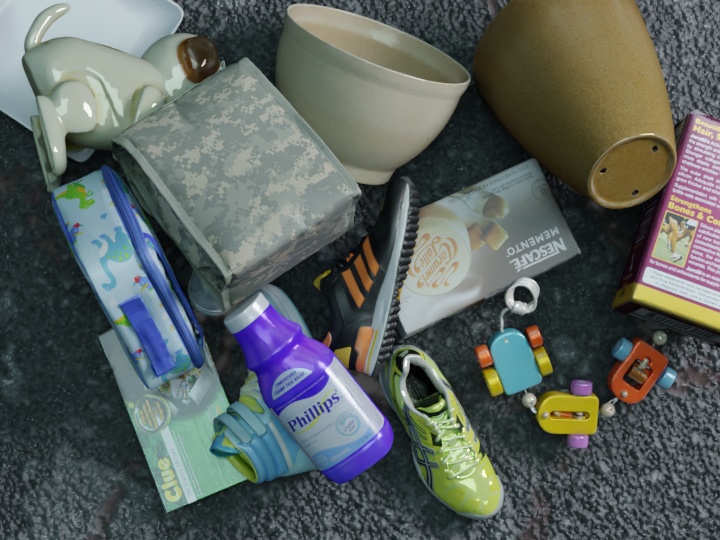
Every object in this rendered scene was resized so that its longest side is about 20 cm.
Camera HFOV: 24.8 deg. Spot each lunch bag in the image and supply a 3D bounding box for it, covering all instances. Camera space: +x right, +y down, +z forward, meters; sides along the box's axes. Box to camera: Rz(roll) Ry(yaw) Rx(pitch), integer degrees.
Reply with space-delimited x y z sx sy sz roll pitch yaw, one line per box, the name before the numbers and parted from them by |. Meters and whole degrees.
lunch bag | -0.223 0.011 1.601 0.082 0.200 0.161 -25 48 -5
lunch bag | -0.124 -0.091 1.585 0.164 0.118 0.200 -34 77 -16

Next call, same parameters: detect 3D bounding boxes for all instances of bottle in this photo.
bottle | -0.054 0.112 1.600 0.083 0.065 0.200 -35 102 14

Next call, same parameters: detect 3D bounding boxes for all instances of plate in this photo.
plate | -0.319 -0.244 1.740 0.199 0.032 0.200 33 82 3

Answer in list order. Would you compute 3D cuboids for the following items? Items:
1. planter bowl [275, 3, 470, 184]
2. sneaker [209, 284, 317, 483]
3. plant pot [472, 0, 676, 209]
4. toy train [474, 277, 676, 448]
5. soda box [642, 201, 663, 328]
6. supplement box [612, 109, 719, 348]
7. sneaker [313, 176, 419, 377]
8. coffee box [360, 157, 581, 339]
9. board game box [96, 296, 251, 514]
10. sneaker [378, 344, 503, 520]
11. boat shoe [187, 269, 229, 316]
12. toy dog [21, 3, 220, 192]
planter bowl | -0.004 -0.172 1.674 0.199 0.200 0.135 23 110 1
sneaker | -0.105 0.121 1.661 0.130 0.080 0.201 -17 82 -22
plant pot | 0.232 -0.161 1.626 0.185 0.187 0.200 -20 47 -4
toy train | 0.215 0.093 1.688 0.199 0.056 0.151 29 96 -8
soda box | 0.334 -0.041 1.716 0.068 0.064 0.201 0 83 -1
supplement box | 0.347 -0.038 1.632 0.130 0.103 0.201 20 83 0
sneaker | 0.000 0.000 1.623 0.090 0.070 0.201 12 93 10
coffee box | 0.112 -0.022 1.698 0.199 0.080 0.115 -24 84 -3
board game box | -0.189 0.139 1.698 0.104 0.023 0.201 -21 83 -7
sneaker | 0.079 0.168 1.675 0.075 0.076 0.201 -33 86 -7
boat shoe | -0.118 -0.049 1.684 0.070 0.072 0.202 24 67 -6
toy dog | -0.235 -0.178 1.667 0.199 0.140 0.195 -12 77 -16
